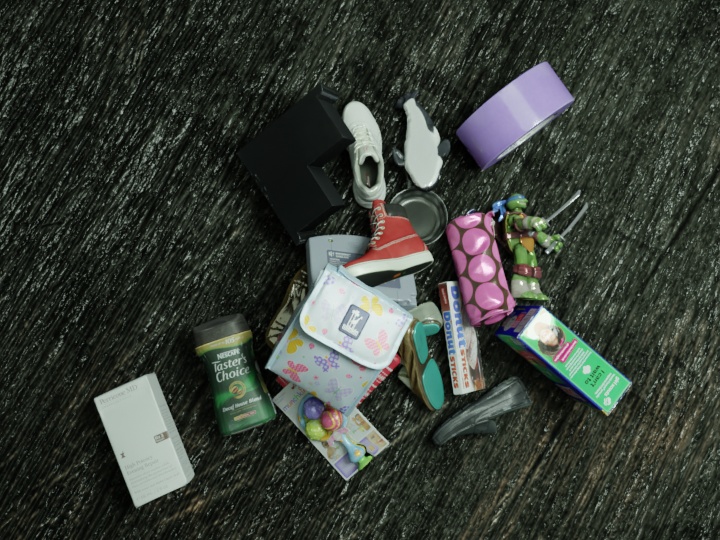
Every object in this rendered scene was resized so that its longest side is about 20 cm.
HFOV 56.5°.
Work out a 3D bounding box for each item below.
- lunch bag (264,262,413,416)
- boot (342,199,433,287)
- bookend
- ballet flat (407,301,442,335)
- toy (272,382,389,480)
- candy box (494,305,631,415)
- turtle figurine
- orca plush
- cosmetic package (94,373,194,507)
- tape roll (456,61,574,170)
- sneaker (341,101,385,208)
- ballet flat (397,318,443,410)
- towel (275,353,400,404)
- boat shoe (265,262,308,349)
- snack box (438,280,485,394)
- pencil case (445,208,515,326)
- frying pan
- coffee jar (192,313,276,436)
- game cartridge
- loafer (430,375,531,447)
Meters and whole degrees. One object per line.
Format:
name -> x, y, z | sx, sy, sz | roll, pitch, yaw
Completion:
lunch bag -> -0.035, 0.107, 1.082 | 0.169, 0.127, 0.201 | 33, 113, -8
boot -> 0.022, -0.051, 1.165 | 0.199, 0.072, 0.145 | -16, 73, -40
bookend -> -0.078, -0.185, 1.190 | 0.199, 0.092, 0.200 | -36, 85, 18
ballet flat -> 0.050, 0.103, 1.226 | 0.198, 0.068, 0.064 | -14, 57, 0
toy -> -0.058, 0.274, 1.184 | 0.200, 0.047, 0.115 | 46, 108, -1
candy box -> 0.349, 0.151, 1.178 | 0.199, 0.169, 0.077 | 39, 87, 1
turtle figurine -> 0.333, -0.045, 1.211 | 0.198, 0.144, 0.196 | 2, 87, 1
orca plush -> 0.108, -0.231, 1.259 | 0.105, 0.071, 0.201 | -27, 68, 4
cosmetic package -> -0.376, 0.292, 1.172 | 0.101, 0.074, 0.202 | -24, 87, -6
tape roll -> 0.275, -0.274, 1.202 | 0.199, 0.200, 0.085 | -37, 88, -6
sneaker -> 0.012, -0.222, 1.231 | 0.077, 0.099, 0.202 | -13, 85, -5
ballet flat -> 0.094, 0.167, 1.198 | 0.072, 0.201, 0.068 | 2, 40, 33
towel -> -0.040, 0.174, 1.192 | 0.145, 0.022, 0.200 | 43, 109, 1
boat shoe -> -0.108, 0.058, 1.213 | 0.074, 0.066, 0.201 | 36, 75, -2
snack box -> 0.185, 0.120, 1.226 | 0.071, 0.024, 0.202 | -2, 83, -44
pencil case -> 0.217, -0.004, 1.200 | 0.093, 0.091, 0.202 | -14, 76, 9
frying pan -> 0.086, -0.130, 1.261 | 0.114, 0.031, 0.191 | -29, 76, -8
coffee jar -> -0.225, 0.181, 1.184 | 0.103, 0.085, 0.202 | -18, 85, -5
game cartridge -> 0.000, 0.000, 1.197 | 0.198, 0.041, 0.134 | 7, 58, -19
loafer -> 0.219, 0.266, 1.209 | 0.199, 0.068, 0.071 | -30, 78, -9
